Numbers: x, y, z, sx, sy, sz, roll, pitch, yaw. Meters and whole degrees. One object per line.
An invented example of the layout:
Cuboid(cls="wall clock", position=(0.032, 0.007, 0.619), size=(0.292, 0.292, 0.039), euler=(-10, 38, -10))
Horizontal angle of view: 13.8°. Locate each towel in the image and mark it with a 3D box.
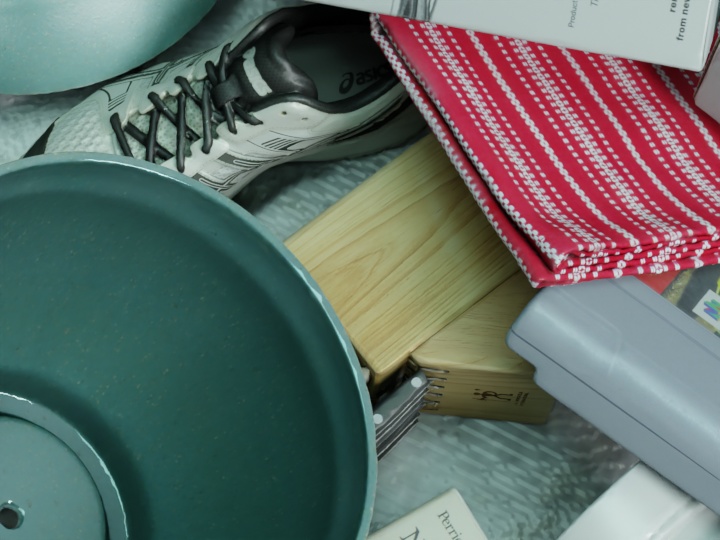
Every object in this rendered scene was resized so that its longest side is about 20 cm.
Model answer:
Cuboid(cls="towel", position=(0.113, -0.061, 1.201), size=(0.199, 0.023, 0.145), euler=(-8, 54, -38))

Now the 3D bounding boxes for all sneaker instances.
Cuboid(cls="sneaker", position=(-0.056, -0.072, 1.231), size=(0.199, 0.088, 0.076), euler=(-25, 75, -12))

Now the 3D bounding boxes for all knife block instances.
Cuboid(cls="knife block", position=(0.000, 0.000, 1.220), size=(0.174, 0.064, 0.201), euler=(7, 69, -3))

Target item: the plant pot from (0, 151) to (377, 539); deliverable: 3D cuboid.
Cuboid(cls="plant pot", position=(-0.113, 0.075, 1.100), size=(0.199, 0.134, 0.202), euler=(13, 61, -26))

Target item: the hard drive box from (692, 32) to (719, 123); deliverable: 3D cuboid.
Cuboid(cls="hard drive box", position=(0.260, -0.077, 1.186), size=(0.200, 0.077, 0.156), euler=(37, 66, 11))

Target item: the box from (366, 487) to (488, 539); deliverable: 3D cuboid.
Cuboid(cls="box", position=(-0.030, 0.171, 1.151), size=(0.199, 0.068, 0.082), euler=(-30, 75, -15))

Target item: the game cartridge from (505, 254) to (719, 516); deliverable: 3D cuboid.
Cuboid(cls="game cartridge", position=(0.153, 0.017, 1.192), size=(0.133, 0.041, 0.200), euler=(38, 38, 5))

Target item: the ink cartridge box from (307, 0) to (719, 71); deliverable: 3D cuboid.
Cuboid(cls="ink cartridge box", position=(0.053, -0.153, 1.195), size=(0.199, 0.146, 0.085), euler=(11, 110, 8))

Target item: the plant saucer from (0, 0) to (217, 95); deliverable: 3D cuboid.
Cuboid(cls="plant saucer", position=(-0.144, -0.170, 1.273), size=(0.198, 0.036, 0.201), euler=(0, 63, -1))

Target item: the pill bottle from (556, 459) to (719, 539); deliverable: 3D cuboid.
Cuboid(cls="pill bottle", position=(0.159, 0.166, 1.147), size=(0.111, 0.111, 0.200), euler=(-40, 77, -17))
